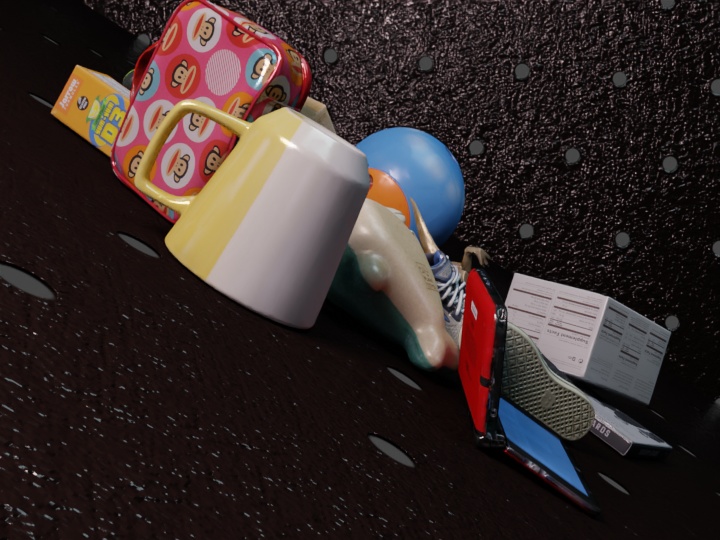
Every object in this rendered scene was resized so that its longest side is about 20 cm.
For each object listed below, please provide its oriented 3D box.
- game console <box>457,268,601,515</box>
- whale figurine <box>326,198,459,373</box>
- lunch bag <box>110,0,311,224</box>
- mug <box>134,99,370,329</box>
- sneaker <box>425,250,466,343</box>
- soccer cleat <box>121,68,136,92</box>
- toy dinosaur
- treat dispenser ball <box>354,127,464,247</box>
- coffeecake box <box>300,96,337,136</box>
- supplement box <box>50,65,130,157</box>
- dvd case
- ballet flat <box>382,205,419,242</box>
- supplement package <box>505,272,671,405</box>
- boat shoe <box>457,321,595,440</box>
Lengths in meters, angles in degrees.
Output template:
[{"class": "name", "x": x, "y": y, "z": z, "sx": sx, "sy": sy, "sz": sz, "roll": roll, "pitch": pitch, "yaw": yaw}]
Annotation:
[{"class": "game console", "x": 0.154, "y": 0.101, "z": 1.016, "sx": 0.117, "sy": 0.175, "sz": 0.200, "roll": 5, "pitch": 10, "yaw": -1}, {"class": "whale figurine", "x": 0.023, "y": 0.026, "z": 1.132, "sx": 0.201, "sy": 0.103, "sz": 0.159, "roll": 60, "pitch": 17, "yaw": 17}, {"class": "lunch bag", "x": -0.156, "y": -0.153, "z": 1.076, "sx": 0.176, "sy": 0.201, "sz": 0.082, "roll": 36, "pitch": 14, "yaw": 27}, {"class": "mug", "x": -0.081, "y": -0.060, "z": 0.955, "sx": 0.185, "sy": 0.154, "sz": 0.149, "roll": 26, "pitch": 10, "yaw": -35}, {"class": "sneaker", "x": 0.083, "y": 0.029, "z": 1.228, "sx": 0.199, "sy": 0.086, "sz": 0.077, "roll": 30, "pitch": 39, "yaw": 6}, {"class": "soccer cleat", "x": -0.194, "y": -0.149, "z": 1.277, "sx": 0.200, "sy": 0.067, "sz": 0.081, "roll": 49, "pitch": 3, "yaw": -33}, {"class": "toy dinosaur", "x": 0.101, "y": 0.008, "z": 1.307, "sx": 0.058, "sy": 0.202, "sz": 0.101, "roll": -25, "pitch": 7, "yaw": -40}, {"class": "treat dispenser ball", "x": 0.060, "y": -0.116, "z": 1.712, "sx": 0.200, "sy": 0.202, "sz": 0.201, "roll": 31, "pitch": 7, "yaw": -4}, {"class": "coffeecake box", "x": -0.082, "y": -0.108, "z": 1.202, "sx": 0.153, "sy": 0.073, "sz": 0.201, "roll": 30, "pitch": -23, "yaw": 36}, {"class": "supplement box", "x": -0.232, "y": -0.139, "z": 1.189, "sx": 0.199, "sy": 0.067, "sz": 0.069, "roll": 34, "pitch": 10, "yaw": 21}, {"class": "dvd case", "x": 0.312, "y": 0.189, "z": 1.439, "sx": 0.150, "sy": 0.025, "sz": 0.199, "roll": 37, "pitch": 9, "yaw": 30}, {"class": "ballet flat", "x": 0.035, "y": -0.035, "z": 1.347, "sx": 0.071, "sy": 0.071, "sz": 0.201, "roll": 39, "pitch": -13, "yaw": 44}, {"class": "supplement package", "x": 0.305, "y": 0.096, "z": 1.543, "sx": 0.155, "sy": 0.112, "sz": 0.199, "roll": 15, "pitch": -6, "yaw": 42}, {"class": "boat shoe", "x": 0.166, "y": 0.109, "z": 1.171, "sx": 0.199, "sy": 0.075, "sz": 0.062, "roll": 38, "pitch": 1, "yaw": -28}]
